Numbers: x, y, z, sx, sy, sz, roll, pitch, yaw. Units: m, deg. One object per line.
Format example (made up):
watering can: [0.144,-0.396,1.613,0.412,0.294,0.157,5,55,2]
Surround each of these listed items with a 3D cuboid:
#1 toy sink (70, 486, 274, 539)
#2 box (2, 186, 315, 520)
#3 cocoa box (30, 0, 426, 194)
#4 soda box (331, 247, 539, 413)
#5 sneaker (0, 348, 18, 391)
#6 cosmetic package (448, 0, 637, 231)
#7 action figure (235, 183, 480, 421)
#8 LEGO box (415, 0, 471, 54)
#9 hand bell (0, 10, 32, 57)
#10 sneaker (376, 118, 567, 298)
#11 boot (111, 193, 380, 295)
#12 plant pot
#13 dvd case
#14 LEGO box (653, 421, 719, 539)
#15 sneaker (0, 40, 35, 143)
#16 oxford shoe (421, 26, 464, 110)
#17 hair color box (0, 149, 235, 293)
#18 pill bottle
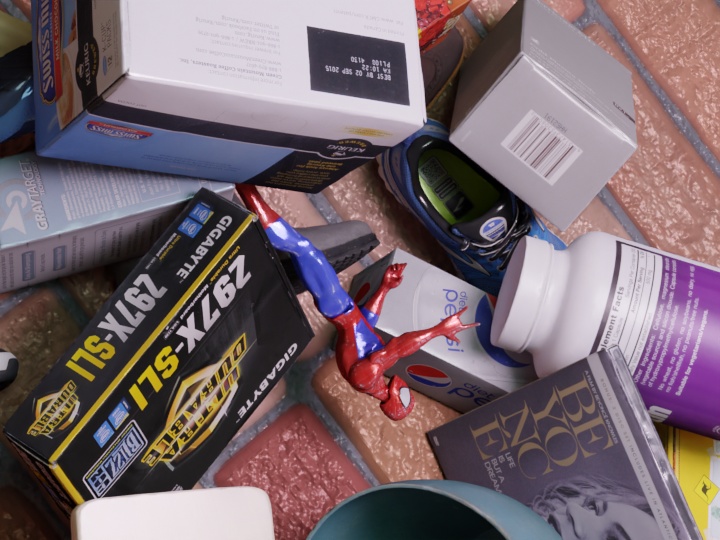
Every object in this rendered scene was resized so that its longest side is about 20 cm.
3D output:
toy sink: [-0.126,0.241,1.545,0.130,0.112,0.200,-3,82,-27]
box: [-0.121,0.068,1.558,0.049,0.160,0.200,30,71,28]
cocoa box: [-0.082,-0.136,1.494,0.200,0.131,0.134,7,69,-30]
soda box: [0.086,0.061,1.736,0.200,0.068,0.064,26,64,-17]
sneaker: [-0.306,0.038,1.543,0.200,0.072,0.083,4,71,-26]
cosmetic package: [0.127,-0.114,1.739,0.107,0.090,0.200,37,20,-9]
action figure: [0.000,0.000,1.629,0.099,0.065,0.200,-29,101,-4]
LEGO box: [-0.047,-0.209,1.669,0.149,0.077,0.200,-35,82,-25]
hand bell: [-0.179,-0.125,1.638,0.200,0.104,0.104,10,70,-23]
sneaker: [0.090,-0.021,1.738,0.200,0.089,0.079,44,91,-10]
boot: [-0.089,-0.043,1.684,0.200,0.070,0.132,-14,76,-34]
plant pot: [0.071,0.225,1.623,0.135,0.200,0.200,-11,78,-56]
dvd case: [0.133,0.147,1.655,0.016,0.200,0.149,-18,83,-39]
LEGO box: [0.264,0.152,1.781,0.149,0.077,0.200,12,69,-22]
sneaker: [-0.169,-0.111,1.566,0.200,0.074,0.082,-29,113,-28]
oxford shoe: [0.008,-0.125,1.752,0.200,0.073,0.071,-36,92,-31]
hair color box: [-0.185,-0.038,1.578,0.200,0.099,0.061,-16,76,-11]
pill bottle: [0.193,0.042,1.678,0.200,0.112,0.113,17,66,-5]
